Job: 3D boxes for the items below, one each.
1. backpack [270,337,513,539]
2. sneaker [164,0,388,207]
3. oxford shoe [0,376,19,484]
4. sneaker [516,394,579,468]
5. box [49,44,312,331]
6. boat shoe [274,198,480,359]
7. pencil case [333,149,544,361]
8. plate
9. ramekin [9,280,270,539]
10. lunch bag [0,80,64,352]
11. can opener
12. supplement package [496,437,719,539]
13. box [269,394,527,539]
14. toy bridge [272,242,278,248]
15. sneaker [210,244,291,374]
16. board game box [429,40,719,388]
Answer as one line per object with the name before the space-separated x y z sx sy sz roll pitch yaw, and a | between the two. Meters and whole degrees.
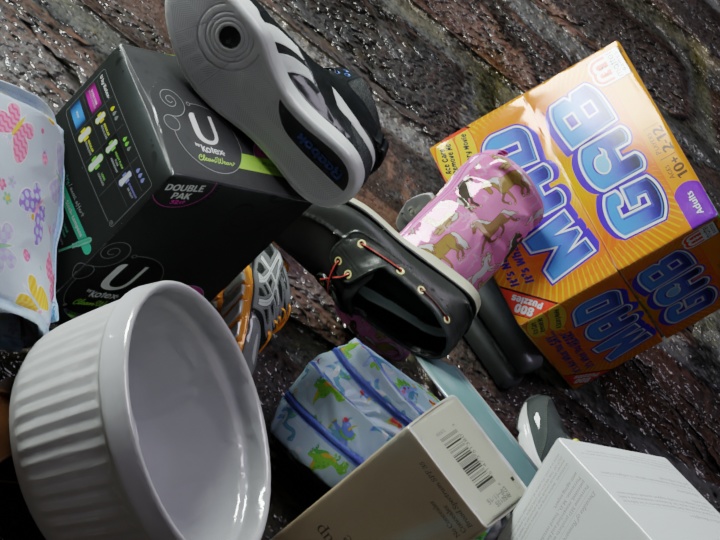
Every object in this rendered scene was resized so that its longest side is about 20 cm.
backpack | 0.024 0.147 1.690 0.200 0.154 0.163 24 9 -9
sneaker | -0.059 -0.143 1.594 0.200 0.073 0.112 53 27 -8
oxford shoe | -0.275 0.105 1.437 0.200 0.071 0.071 13 49 -45
sneaker | 0.202 0.191 1.890 0.074 0.084 0.200 32 33 -64
box | -0.162 -0.050 1.618 0.148 0.200 0.125 8 48 -46
boat shoe | 0.001 -0.002 1.778 0.201 0.074 0.063 33 46 2
pencil case | 0.069 -0.015 1.875 0.083 0.200 0.087 38 -19 26
plate | 0.111 0.139 1.812 0.200 0.026 0.200 53 0 0
ramekin | -0.152 0.116 1.483 0.200 0.105 0.201 50 32 -46
lunch bag | -0.291 -0.044 1.486 0.200 0.127 0.170 18 66 -42
can opener | 0.104 0.013 2.012 0.067 0.053 0.200 -16 69 -55
supplement package | 0.198 0.222 1.476 0.117 0.117 0.200 14 22 -39
box | 0.014 0.188 1.567 0.095 0.200 0.078 51 31 7
toy bridge | -0.130 -0.075 1.813 0.200 0.067 0.027 23 39 -35
sneaker | -0.090 0.029 1.739 0.077 0.078 0.200 37 32 -26
board game box | 0.216 -0.047 2.012 0.200 0.200 0.200 65 9 26
